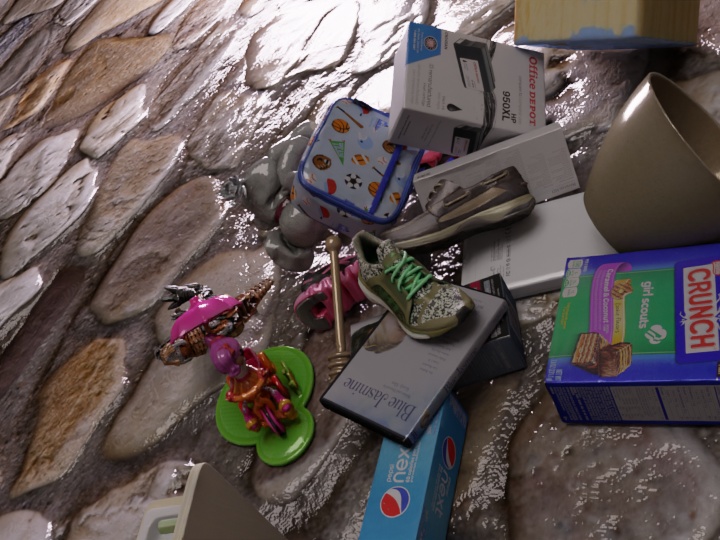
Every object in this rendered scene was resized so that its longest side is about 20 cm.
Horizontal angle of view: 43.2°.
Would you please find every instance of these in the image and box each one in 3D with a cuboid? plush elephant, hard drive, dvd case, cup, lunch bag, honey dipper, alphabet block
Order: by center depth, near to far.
[{"bbox_3d":[0.328,-0.092,0.990,0.143,0.199,0.202,-43,32,32],"label":"cup"},{"bbox_3d":[0.058,0.092,1.014,0.142,0.018,0.201,16,60,45],"label":"dvd case"},{"bbox_3d":[0.221,-0.029,1.111,0.197,0.027,0.133,-15,43,25],"label":"hard drive"},{"bbox_3d":[-0.026,0.052,1.134,0.037,0.038,0.203,-12,70,25],"label":"honey dipper"},{"bbox_3d":[0.332,-0.402,1.208,0.193,0.204,0.195,8,13,40],"label":"alphabet block"},{"bbox_3d":[0.004,-0.139,1.220,0.158,0.076,0.202,24,54,0],"label":"lunch bag"},{"bbox_3d":[-0.094,-0.098,1.323,0.200,0.154,0.166,-34,-20,-54],"label":"plush elephant"}]

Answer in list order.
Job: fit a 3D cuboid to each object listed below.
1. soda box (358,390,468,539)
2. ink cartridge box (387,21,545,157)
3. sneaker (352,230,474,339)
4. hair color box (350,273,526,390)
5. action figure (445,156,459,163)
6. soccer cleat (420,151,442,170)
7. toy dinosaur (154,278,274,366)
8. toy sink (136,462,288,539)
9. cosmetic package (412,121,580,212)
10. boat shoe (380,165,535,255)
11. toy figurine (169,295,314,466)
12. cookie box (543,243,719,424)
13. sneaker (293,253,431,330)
[{"bbox_3d":[0.056,0.222,0.948,0.067,0.064,0.202,-8,46,30],"label":"soda box"},{"bbox_3d":[0.144,-0.234,1.221,0.197,0.084,0.147,10,63,-10],"label":"ink cartridge box"},{"bbox_3d":[0.046,0.010,1.024,0.077,0.089,0.199,-44,37,-15],"label":"sneaker"},{"bbox_3d":[0.087,0.087,1.064,0.197,0.061,0.100,-21,41,19],"label":"hair color box"},{"bbox_3d":[0.158,-0.174,1.284,0.065,0.052,0.202,0,55,42],"label":"action figure"},{"bbox_3d":[0.104,-0.187,1.336,0.200,0.067,0.076,-41,69,-15],"label":"soccer cleat"},{"bbox_3d":[-0.201,0.072,1.257,0.198,0.104,0.135,-9,9,-40],"label":"toy dinosaur"},{"bbox_3d":[-0.164,0.306,0.917,0.110,0.201,0.132,-14,44,23],"label":"toy sink"},{"bbox_3d":[0.173,-0.115,1.167,0.197,0.084,0.051,-19,14,11],"label":"cosmetic package"},{"bbox_3d":[0.115,-0.074,1.126,0.197,0.075,0.074,-18,80,-1],"label":"boat shoe"},{"bbox_3d":[-0.154,0.118,1.109,0.149,0.185,0.200,-36,40,-1],"label":"toy figurine"},{"bbox_3d":[0.302,0.064,0.921,0.197,0.076,0.173,-5,47,31],"label":"cookie box"},{"bbox_3d":[0.000,0.000,1.213,0.198,0.080,0.096,-23,29,13],"label":"sneaker"}]
